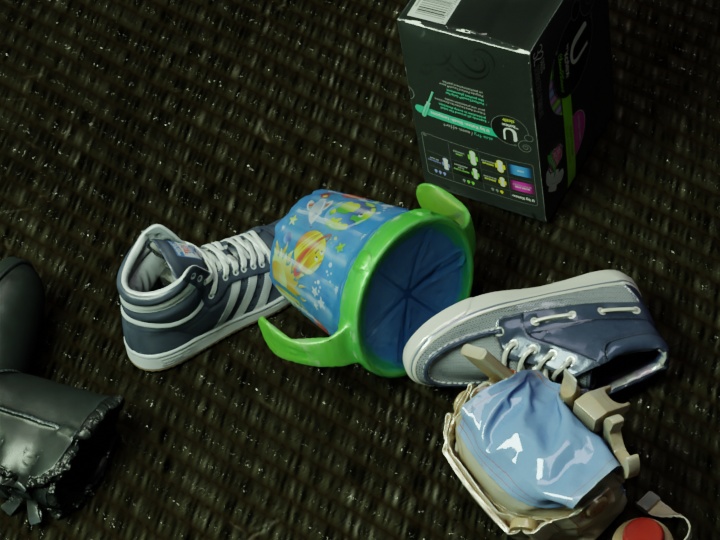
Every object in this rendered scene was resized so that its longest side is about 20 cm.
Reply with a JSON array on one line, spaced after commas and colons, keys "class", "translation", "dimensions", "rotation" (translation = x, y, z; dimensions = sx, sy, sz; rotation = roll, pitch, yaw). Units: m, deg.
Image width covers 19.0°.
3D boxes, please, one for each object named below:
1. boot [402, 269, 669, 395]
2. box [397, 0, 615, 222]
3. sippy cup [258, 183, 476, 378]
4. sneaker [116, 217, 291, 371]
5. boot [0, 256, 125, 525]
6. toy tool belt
[{"class": "boot", "translation": [0.137, 0.063, 1.669], "dimensions": [0.198, 0.073, 0.091], "rotation": [-18, 42, -7]}, {"class": "box", "translation": [0.125, -0.170, 1.783], "dimensions": [0.123, 0.201, 0.149], "rotation": [18, 56, 24]}, {"class": "sippy cup", "translation": [0.000, 0.000, 1.720], "dimensions": [0.130, 0.141, 0.177], "rotation": [25, 19, 39]}, {"class": "sneaker", "translation": [-0.112, -0.007, 1.749], "dimensions": [0.199, 0.109, 0.070], "rotation": [-33, 53, -18]}, {"class": "boot", "translation": [-0.261, 0.094, 1.715], "dimensions": [0.161, 0.074, 0.199], "rotation": [17, 62, 25]}, {"class": "toy tool belt", "translation": [0.149, 0.140, 1.574], "dimensions": [0.125, 0.123, 0.200], "rotation": [-39, 55, -21]}]
